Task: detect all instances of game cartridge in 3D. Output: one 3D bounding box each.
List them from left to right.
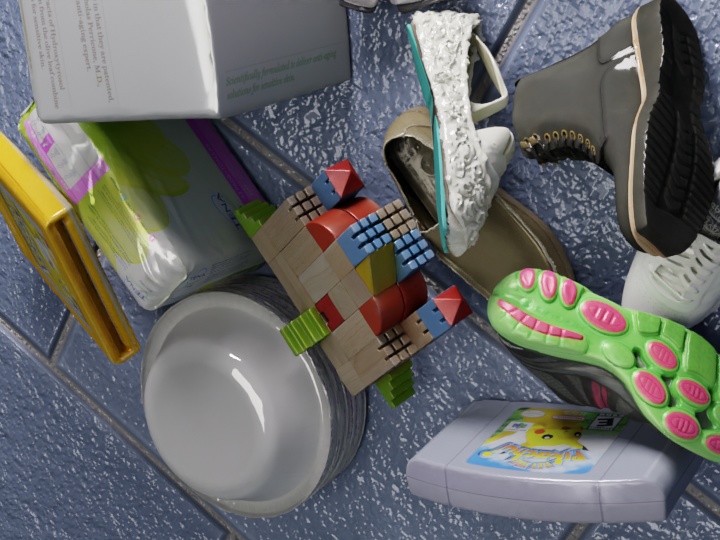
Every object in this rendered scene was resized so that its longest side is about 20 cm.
[{"bbox_3d":[-0.273,-0.032,1.143,0.200,0.032,0.177,38,155,40],"label":"game cartridge"},{"bbox_3d":[0.140,0.138,0.970,0.198,0.133,0.041,0,111,30],"label":"game cartridge"}]

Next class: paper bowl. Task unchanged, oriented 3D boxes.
[{"bbox_3d":[-0.103,0.112,1.127,0.199,0.104,0.203,10,109,29],"label":"paper bowl"}]

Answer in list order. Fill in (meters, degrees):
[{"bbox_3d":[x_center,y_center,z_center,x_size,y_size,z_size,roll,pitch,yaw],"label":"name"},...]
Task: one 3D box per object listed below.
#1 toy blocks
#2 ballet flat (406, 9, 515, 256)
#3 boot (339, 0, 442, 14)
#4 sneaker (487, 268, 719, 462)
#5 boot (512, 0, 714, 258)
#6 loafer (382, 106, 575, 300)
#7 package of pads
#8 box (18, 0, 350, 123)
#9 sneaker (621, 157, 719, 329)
[{"bbox_3d":[0.000,0.000,1.009,0.201,0.100,0.137,56,145,6],"label":"toy blocks"},{"bbox_3d":[0.075,-0.107,0.938,0.071,0.072,0.202,-27,56,33],"label":"ballet flat"},{"bbox_3d":[0.061,-0.261,0.957,0.199,0.070,0.133,-2,108,40],"label":"boot"},{"bbox_3d":[0.181,0.066,0.937,0.199,0.084,0.077,33,74,12],"label":"sneaker"},{"bbox_3d":[0.158,-0.077,0.890,0.138,0.201,0.077,-23,129,37],"label":"boot"},{"bbox_3d":[0.080,-0.035,0.997,0.200,0.067,0.076,48,122,11],"label":"loafer"},{"bbox_3d":[-0.169,-0.075,1.083,0.068,0.154,0.201,-41,82,32],"label":"package of pads"},{"bbox_3d":[-0.131,-0.223,0.993,0.170,0.199,0.202,1,105,29],"label":"box"},{"bbox_3d":[0.234,-0.023,0.902,0.076,0.080,0.201,38,123,13],"label":"sneaker"}]
